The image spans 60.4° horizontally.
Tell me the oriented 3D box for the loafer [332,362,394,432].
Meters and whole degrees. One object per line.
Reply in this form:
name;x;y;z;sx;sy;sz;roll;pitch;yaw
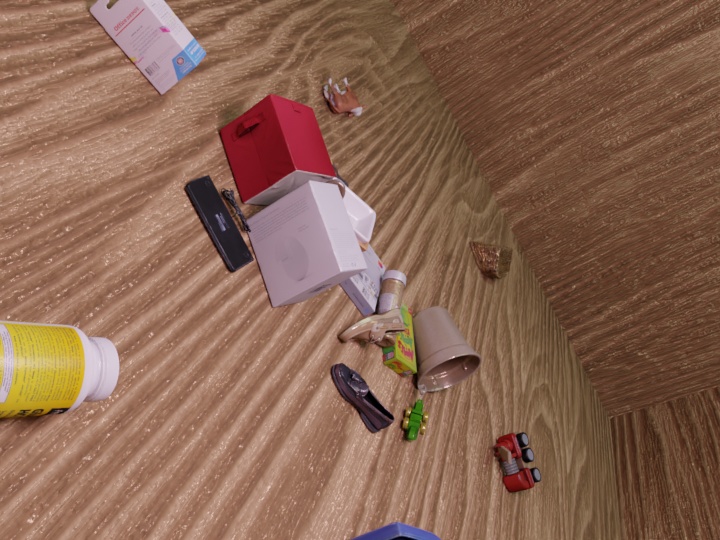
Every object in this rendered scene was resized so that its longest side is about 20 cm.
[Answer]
loafer;0.010;0.289;1.444;0.202;0.062;0.072;56;28;-18

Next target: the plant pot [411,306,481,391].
plant pot;0.222;0.216;1.780;0.199;0.199;0.186;27;33;-50

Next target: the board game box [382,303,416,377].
board game box;0.104;0.180;1.719;0.101;0.047;0.204;39;37;-42

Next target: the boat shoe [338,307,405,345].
boat shoe;0.035;0.149;1.538;0.197;0.071;0.066;-16;77;-36

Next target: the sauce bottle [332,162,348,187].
sauce bottle;-0.105;-0.284;1.700;0.200;0.064;0.066;42;35;-37

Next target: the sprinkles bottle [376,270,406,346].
sprinkles bottle;0.078;0.101;1.670;0.068;0.067;0.204;40;50;-39

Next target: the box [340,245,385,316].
box;0.000;0.000;1.686;0.157;0.041;0.202;53;30;-24

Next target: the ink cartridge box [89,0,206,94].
ink cartridge box;-0.420;-0.473;1.231;0.201;0.113;0.069;50;30;-27

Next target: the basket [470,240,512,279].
basket;0.566;-0.044;2.718;0.199;0.146;0.147;1;99;-60

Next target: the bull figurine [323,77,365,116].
bull figurine;-0.054;-0.561;2.020;0.123;0.064;0.200;60;25;-2

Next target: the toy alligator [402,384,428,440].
toy alligator;0.147;0.385;1.631;0.201;0.058;0.055;-64;166;-58

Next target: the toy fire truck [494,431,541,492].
toy fire truck;0.492;0.624;1.999;0.197;0.127;0.180;1;67;-48

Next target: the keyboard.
keyboard;-0.281;-0.104;1.288;0.203;0.020;0.127;63;33;-7

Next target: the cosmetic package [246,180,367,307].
cosmetic package;-0.119;-0.056;1.343;0.122;0.196;0.204;-7;74;-61

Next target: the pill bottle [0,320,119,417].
pill bottle;-0.410;0.123;0.770;0.198;0.111;0.115;14;56;-56

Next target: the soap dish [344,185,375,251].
soap dish;-0.056;-0.147;1.620;0.199;0.081;0.159;38;35;-17

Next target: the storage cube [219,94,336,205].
storage cube;-0.186;-0.267;1.425;0.199;0.168;0.184;-2;70;-61

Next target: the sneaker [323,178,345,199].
sneaker;-0.103;-0.155;1.467;0.071;0.200;0.113;41;25;-13

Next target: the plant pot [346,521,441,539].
plant pot;0.064;0.593;1.161;0.199;0.198;0.183;36;33;-42
